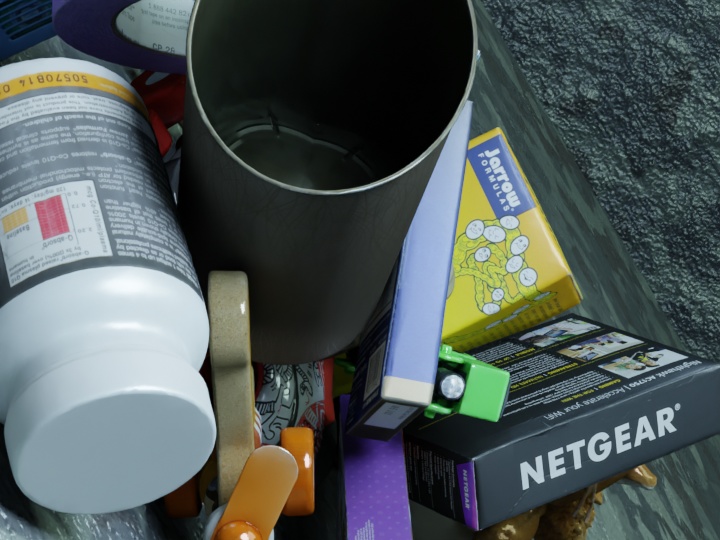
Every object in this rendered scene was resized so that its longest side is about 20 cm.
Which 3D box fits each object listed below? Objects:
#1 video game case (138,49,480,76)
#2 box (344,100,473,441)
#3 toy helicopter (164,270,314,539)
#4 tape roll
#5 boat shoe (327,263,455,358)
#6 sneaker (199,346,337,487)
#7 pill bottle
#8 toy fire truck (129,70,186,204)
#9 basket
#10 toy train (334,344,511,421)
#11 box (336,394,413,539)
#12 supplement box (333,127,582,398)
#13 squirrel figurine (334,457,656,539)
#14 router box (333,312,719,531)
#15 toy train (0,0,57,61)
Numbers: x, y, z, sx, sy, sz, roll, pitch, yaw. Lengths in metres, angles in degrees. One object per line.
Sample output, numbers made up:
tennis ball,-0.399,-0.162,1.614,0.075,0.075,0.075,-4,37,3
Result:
video game case,-0.039,-0.128,1.577,0.181,0.046,0.200,33,-30,-2
box,0.028,-0.015,1.345,0.121,0.032,0.201,127,-28,-75
toy helicopter,-0.064,0.087,1.228,0.133,0.078,0.201,-90,179,-47
tape roll,-0.066,-0.161,1.330,0.200,0.199,0.066,30,57,-67
boat shoe,0.000,0.000,1.452,0.200,0.071,0.065,-30,111,-63
sneaker,-0.062,0.025,1.478,0.108,0.067,0.202,45,35,-52
pill bottle,-0.135,0.006,1.164,0.116,0.116,0.201,46,20,-50
toy fire truck,-0.065,-0.066,1.431,0.112,0.167,0.200,58,34,-18
basket,-0.028,-0.053,1.233,0.200,0.135,0.181,107,-1,-55
toy train,0.035,0.056,1.449,0.056,0.042,0.200,14,2,-17
box,0.008,0.180,1.404,0.200,0.039,0.138,-94,-175,-61
supplement box,0.030,0.008,1.603,0.109,0.199,0.110,64,4,12
squirrel figurine,0.107,0.136,1.698,0.142,0.186,0.200,63,12,7
router box,0.104,0.090,1.533,0.149,0.199,0.051,19,-59,53
toy train,-0.216,-0.222,1.409,0.114,0.086,0.201,57,11,-56
